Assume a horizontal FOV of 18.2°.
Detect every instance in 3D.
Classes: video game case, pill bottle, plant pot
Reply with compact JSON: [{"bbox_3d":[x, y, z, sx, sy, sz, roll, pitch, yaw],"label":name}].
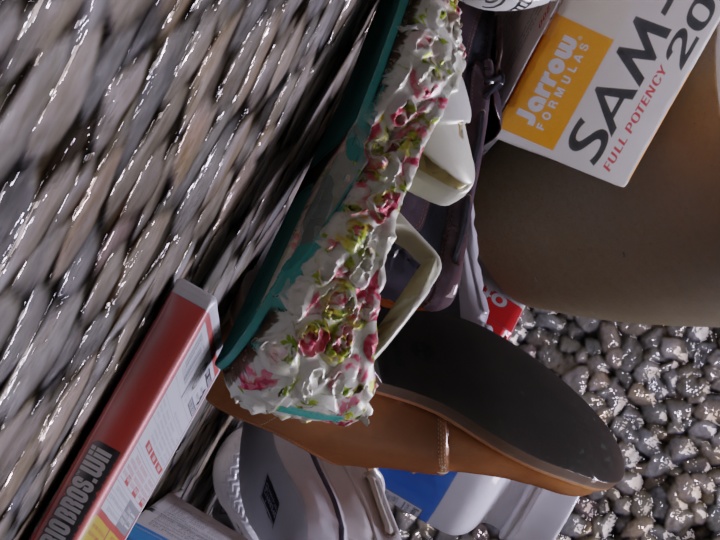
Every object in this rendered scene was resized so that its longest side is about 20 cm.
[{"bbox_3d":[-0.105,0.105,0.805,0.201,0.017,0.143,-61,177,-11],"label":"video game case"},{"bbox_3d":[0.043,0.092,1.381,0.113,0.199,0.112,-61,177,-6],"label":"pill bottle"},{"bbox_3d":[0.160,-0.046,1.168,0.199,0.188,0.188,-18,-150,42],"label":"plant pot"}]

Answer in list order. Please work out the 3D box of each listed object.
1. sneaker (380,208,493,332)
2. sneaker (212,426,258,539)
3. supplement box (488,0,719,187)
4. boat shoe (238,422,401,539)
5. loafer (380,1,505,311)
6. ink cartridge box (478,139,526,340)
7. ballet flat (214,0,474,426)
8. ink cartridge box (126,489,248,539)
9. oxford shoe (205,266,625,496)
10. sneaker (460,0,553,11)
[{"bbox_3d":[0.000,0.000,1.081,0.078,0.111,0.201,90,-8,-57],"label":"sneaker"},{"bbox_3d":[-0.061,0.146,1.378,0.075,0.114,0.200,-60,142,-16],"label":"sneaker"},{"bbox_3d":[0.112,-0.147,1.066,0.200,0.073,0.127,-91,-155,-59],"label":"supplement box"},{"bbox_3d":[-0.019,0.109,1.180,0.200,0.065,0.072,-122,-136,-66],"label":"boat shoe"},{"bbox_3d":[0.031,-0.057,0.979,0.072,0.063,0.201,-51,-168,44],"label":"loafer"},{"bbox_3d":[0.046,-0.014,1.270,0.200,0.116,0.067,-58,176,-40],"label":"ink cartridge box"},{"bbox_3d":[0.007,-0.026,0.863,0.201,0.064,0.076,-66,-169,-22],"label":"ballet flat"},{"bbox_3d":[-0.098,0.176,1.066,0.117,0.068,0.200,-61,177,3],"label":"ink cartridge box"},{"bbox_3d":[0.024,0.062,0.998,0.071,0.199,0.072,-58,-160,32],"label":"oxford shoe"},{"bbox_3d":[0.087,-0.180,0.896,0.202,0.067,0.108,-50,164,-46],"label":"sneaker"}]
